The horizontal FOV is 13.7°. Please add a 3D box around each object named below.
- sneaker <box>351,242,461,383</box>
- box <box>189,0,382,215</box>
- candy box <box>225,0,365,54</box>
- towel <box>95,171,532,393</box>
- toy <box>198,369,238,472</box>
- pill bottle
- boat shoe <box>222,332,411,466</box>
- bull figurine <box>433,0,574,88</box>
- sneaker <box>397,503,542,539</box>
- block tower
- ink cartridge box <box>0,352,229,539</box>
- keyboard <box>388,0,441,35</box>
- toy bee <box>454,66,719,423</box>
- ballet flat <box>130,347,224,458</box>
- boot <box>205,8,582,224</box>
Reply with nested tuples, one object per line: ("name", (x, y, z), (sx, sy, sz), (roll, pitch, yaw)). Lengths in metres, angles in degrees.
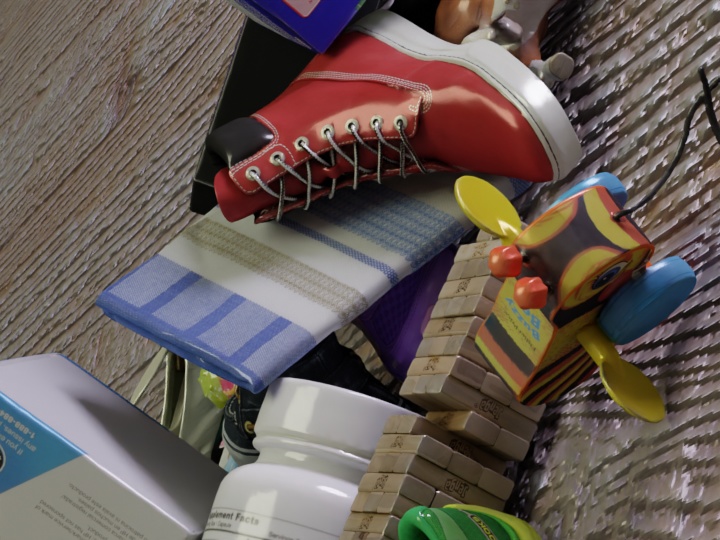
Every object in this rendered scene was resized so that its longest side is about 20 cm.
("sneaker", (0.000, 0.000, 1.593), (0.081, 0.088, 0.200), (-65, 20, 9))
("box", (-0.038, -0.127, 1.800), (0.141, 0.079, 0.200), (105, -177, -83))
("candy box", (-0.015, -0.210, 1.630), (0.169, 0.077, 0.200), (-51, 16, 0))
("towel", (-0.023, -0.015, 1.538), (0.200, 0.024, 0.147), (-38, 37, -24))
("toy", (-0.068, 0.069, 1.776), (0.115, 0.047, 0.200), (-28, 44, 61))
("pill bottle", (-0.028, 0.161, 1.456), (0.113, 0.113, 0.200), (-12, 58, 69))
("boat shoe", (-0.040, 0.057, 1.612), (0.071, 0.091, 0.200), (-40, 15, -18))
("bull figurine", (0.100, -0.185, 1.541), (0.200, 0.065, 0.121), (-67, 19, 5))
("sneaker", (0.024, 0.197, 1.316), (0.074, 0.083, 0.200), (-37, 37, 59))
("block tower", (0.045, 0.078, 1.402), (0.200, 0.058, 0.054), (-65, 18, -13))
("ink cartridge box", (-0.175, 0.168, 1.551), (0.200, 0.147, 0.146), (-57, -10, 9))
("keyboard", (-0.011, -0.079, 1.682), (0.040, 0.104, 0.200), (46, 118, 34))
("toy bee", (0.086, -0.004, 1.285), (0.131, 0.109, 0.200), (37, 135, 34))
("ballet flat", (-0.120, 0.115, 1.845), (0.069, 0.069, 0.200), (-31, 42, 62))
("boot", (0.009, -0.056, 1.501), (0.144, 0.072, 0.200), (-36, 30, -20))
